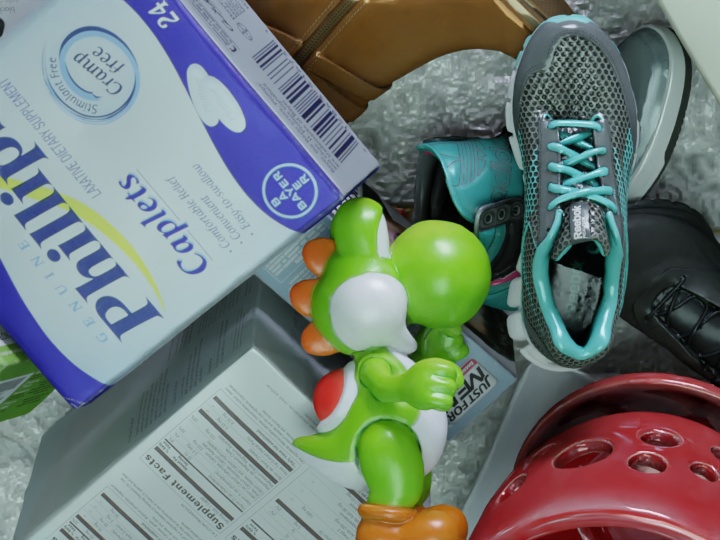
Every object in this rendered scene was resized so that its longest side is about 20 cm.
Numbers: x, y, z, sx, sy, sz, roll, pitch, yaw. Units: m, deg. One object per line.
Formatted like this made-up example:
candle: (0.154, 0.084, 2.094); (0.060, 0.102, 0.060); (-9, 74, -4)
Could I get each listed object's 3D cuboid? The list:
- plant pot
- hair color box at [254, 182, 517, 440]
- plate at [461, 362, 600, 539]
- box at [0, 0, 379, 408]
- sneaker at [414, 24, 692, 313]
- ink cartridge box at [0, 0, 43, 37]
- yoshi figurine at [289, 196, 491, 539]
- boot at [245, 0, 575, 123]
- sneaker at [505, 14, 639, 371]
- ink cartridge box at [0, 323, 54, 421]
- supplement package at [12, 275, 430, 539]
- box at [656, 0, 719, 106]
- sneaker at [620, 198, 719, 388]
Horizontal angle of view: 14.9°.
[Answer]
plant pot: (0.158, 0.172, 1.556); (0.200, 0.183, 0.200); (6, 117, 11)
hair color box: (0.000, 0.000, 1.617); (0.200, 0.099, 0.061); (41, 108, -16)
plate: (0.161, 0.163, 1.674); (0.200, 0.032, 0.200); (24, 118, 3)
box: (-0.128, -0.058, 1.498); (0.200, 0.105, 0.184); (-39, 94, 18)
sneaker: (0.096, -0.065, 1.580); (0.121, 0.084, 0.200); (11, 120, -38)
ink cartridge box: (-0.155, -0.109, 1.589); (0.116, 0.067, 0.200); (-3, 114, 2)
yoshi figurine: (0.035, 0.056, 1.522); (0.112, 0.112, 0.200); (-11, 85, 47)
boot: (0.019, -0.129, 1.573); (0.200, 0.074, 0.155); (34, 112, 2)
sneaker: (0.121, -0.038, 1.498); (0.078, 0.091, 0.200); (-3, 99, -4)
ink cartridge box: (-0.254, -0.008, 1.559); (0.076, 0.148, 0.200); (-41, 82, 17)
supplement package: (-0.080, 0.121, 1.646); (0.200, 0.152, 0.151); (-41, 107, 17)
box: (0.213, -0.152, 1.546); (0.078, 0.095, 0.200); (-29, 112, 13)
sneaker: (0.205, 0.026, 1.601); (0.200, 0.091, 0.076); (27, 114, -33)
